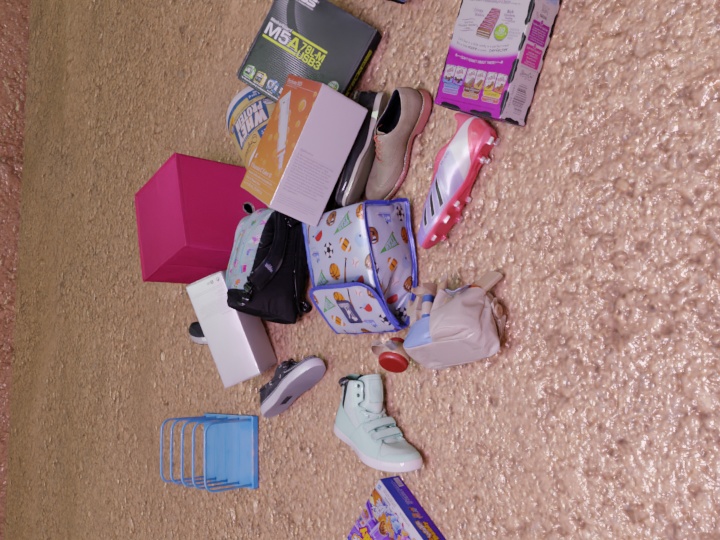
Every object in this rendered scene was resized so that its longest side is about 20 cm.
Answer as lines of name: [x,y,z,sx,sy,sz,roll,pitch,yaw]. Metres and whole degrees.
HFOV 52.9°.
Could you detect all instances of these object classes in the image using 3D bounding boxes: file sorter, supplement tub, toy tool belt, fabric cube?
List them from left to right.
fabric cube: [-0.321,-0.095,1.471,0.199,0.197,0.200,-28,65,43]
file sorter: [-0.311,0.368,1.471,0.198,0.121,0.142,-10,78,48]
supplement tub: [-0.154,-0.232,1.332,0.145,0.143,0.202,-52,51,31]
toy tool belt: [0.115,0.072,1.038,0.198,0.125,0.125,-20,40,42]

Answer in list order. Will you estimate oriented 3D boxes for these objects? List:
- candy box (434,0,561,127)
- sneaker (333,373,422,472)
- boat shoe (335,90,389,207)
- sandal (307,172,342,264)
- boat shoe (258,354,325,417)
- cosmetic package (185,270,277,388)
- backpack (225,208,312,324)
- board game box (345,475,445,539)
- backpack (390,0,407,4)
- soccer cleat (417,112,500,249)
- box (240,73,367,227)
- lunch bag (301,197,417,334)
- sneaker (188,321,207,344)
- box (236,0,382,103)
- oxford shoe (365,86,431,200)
candy box: [0.192,-0.316,1.009,0.135,0.060,0.204,28,108,47]
sneaker: [0.026,0.230,1.131,0.199,0.073,0.121,20,108,50]
boat shoe: [-0.009,-0.200,1.193,0.066,0.072,0.204,13,82,16]
sandal: [-0.067,-0.101,1.266,0.053,0.080,0.204,24,110,23]
boat shoe: [-0.133,0.199,1.331,0.200,0.069,0.067,-50,53,43]
cosmetic package: [-0.241,0.105,1.369,0.083,0.108,0.204,-21,88,11]
backpack: [-0.167,-0.017,1.322,0.125,0.166,0.205,-1,73,37]
board game box: [0.070,0.434,1.087,0.200,0.044,0.136,46,120,41]
backpack: [0.012,-0.533,1.146,0.201,0.181,0.148,53,124,31]
soccer cleat: [0.128,-0.129,1.053,0.076,0.066,0.203,35,109,24]
box: [-0.092,-0.193,1.157,0.124,0.096,0.203,32,99,53]
lunch bag: [0.000,0.000,1.156,0.168,0.122,0.205,-8,91,49]
sneaker: [-0.287,0.103,1.498,0.197,0.074,0.087,-6,99,39]
box: [-0.091,-0.372,1.256,0.198,0.047,0.195,34,102,13]
oxford shoe: [0.041,-0.200,1.158,0.070,0.074,0.203,39,117,42]
